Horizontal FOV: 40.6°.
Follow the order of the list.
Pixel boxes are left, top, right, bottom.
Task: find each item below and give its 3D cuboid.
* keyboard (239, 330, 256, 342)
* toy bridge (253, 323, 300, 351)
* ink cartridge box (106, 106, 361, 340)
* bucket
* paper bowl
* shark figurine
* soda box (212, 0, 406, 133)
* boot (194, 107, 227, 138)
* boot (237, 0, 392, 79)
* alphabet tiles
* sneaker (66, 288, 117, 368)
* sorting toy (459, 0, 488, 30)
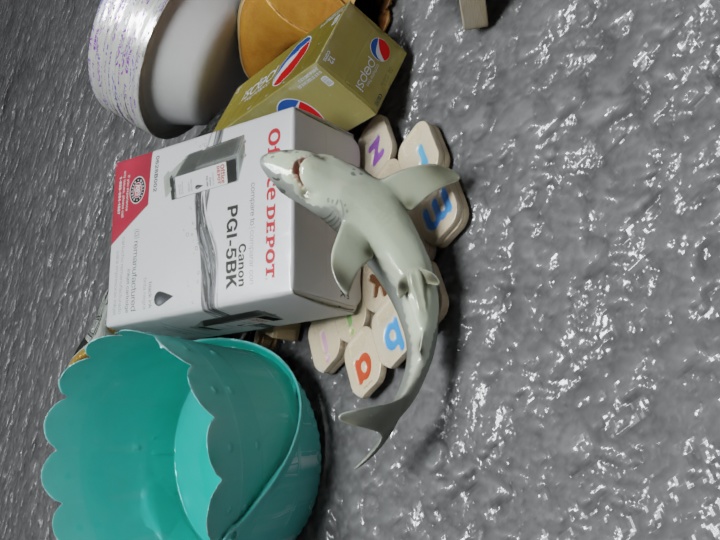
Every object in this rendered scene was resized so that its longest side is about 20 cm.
[{"bbox_3d":[-0.136,0.019,0.885,0.126,0.021,0.202,23,107,16],"label":"keyboard"},{"bbox_3d":[-0.096,0.129,0.852,0.067,0.027,0.202,17,95,58],"label":"toy bridge"},{"bbox_3d":[-0.103,-0.030,0.774,0.198,0.083,0.149,-11,72,34],"label":"ink cartridge box"},{"bbox_3d":[-0.137,0.148,0.765,0.205,0.134,0.210,-5,82,37],"label":"bucket"},{"bbox_3d":[-0.162,-0.224,0.948,0.104,0.200,0.202,28,108,12],"label":"paper bowl"},{"bbox_3d":[0.017,0.014,0.668,0.090,0.127,0.217,123,131,-72],"label":"shark figurine"},{"bbox_3d":[-0.051,-0.143,0.815,0.199,0.064,0.068,-20,40,56],"label":"soda box"},{"bbox_3d":[-0.144,-0.036,0.935,0.157,0.079,0.213,-26,71,35],"label":"boot"},{"bbox_3d":[-0.040,-0.215,0.848,0.144,0.070,0.202,53,138,33],"label":"boot"},{"bbox_3d":[0.011,-0.014,0.746,0.200,0.014,0.197,-50,41,36],"label":"alphabet tiles"},{"bbox_3d":[-0.277,0.069,1.128,0.200,0.075,0.088,-47,28,34],"label":"sneaker"},{"bbox_3d":[0.031,-0.295,0.645,0.069,0.200,0.201,-9,64,8],"label":"sorting toy"}]
